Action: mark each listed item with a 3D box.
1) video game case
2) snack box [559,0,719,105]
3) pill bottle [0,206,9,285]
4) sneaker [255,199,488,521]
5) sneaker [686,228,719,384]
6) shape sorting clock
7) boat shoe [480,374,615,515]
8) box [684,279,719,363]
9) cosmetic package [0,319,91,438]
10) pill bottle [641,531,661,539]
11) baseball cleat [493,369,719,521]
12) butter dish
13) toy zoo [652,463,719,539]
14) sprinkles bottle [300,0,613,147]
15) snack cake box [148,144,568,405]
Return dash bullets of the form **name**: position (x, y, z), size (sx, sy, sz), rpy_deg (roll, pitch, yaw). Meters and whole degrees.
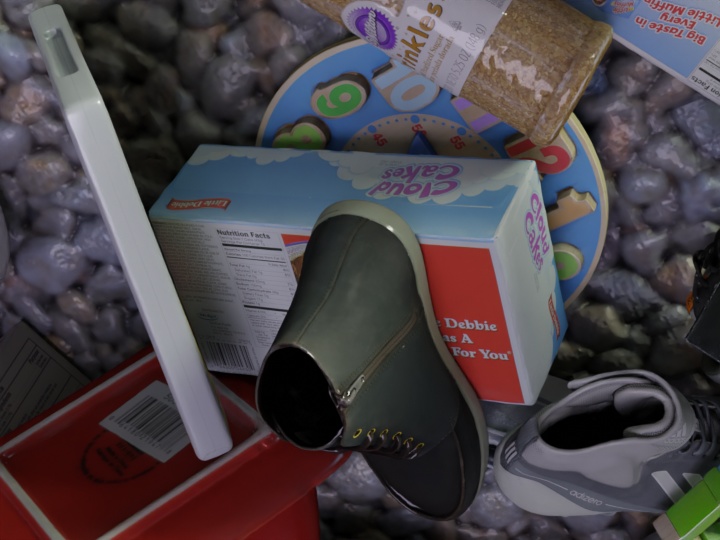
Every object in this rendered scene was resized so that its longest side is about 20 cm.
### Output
- **video game case**: position (-0.123, -0.025, 0.838), size (0.023, 0.182, 0.201), rpy_deg (-21, 117, -7)
- **snack box**: position (0.150, -0.139, 0.772), size (0.199, 0.024, 0.072), rpy_deg (31, 128, -6)
- **pill bottle**: position (-0.317, 0.003, 0.948), size (0.199, 0.114, 0.114), rpy_deg (-23, 115, 28)
- **sneaker**: position (0.001, 0.075, 0.782), size (0.074, 0.106, 0.201), rpy_deg (0, 130, 28)
- **sneaker**: position (0.203, -0.002, 0.810), size (0.079, 0.074, 0.201), rpy_deg (7, 136, 22)
- **shape sorting clock**: position (0.036, -0.039, 0.865), size (0.198, 0.039, 0.201), rpy_deg (8, 125, 11)
- **boat shoe**: position (0.064, 0.088, 0.910), size (0.199, 0.072, 0.070), rpy_deg (18, 161, 2)
- **box**: position (0.234, -0.036, 0.680), size (0.047, 0.200, 0.194), rpy_deg (36, 104, 28)
- **cosmetic package**: position (-0.180, 0.141, 1.010), size (0.200, 0.104, 0.073), rpy_deg (43, 125, -13)
- **pill bottle**: position (0.202, 0.263, 0.977), size (0.111, 0.112, 0.201), rpy_deg (10, 126, 9)
- **baseball cleat**: position (0.173, 0.093, 0.845), size (0.199, 0.070, 0.107), rpy_deg (-6, 154, -20)
- **butter dish**: position (-0.109, 0.151, 0.901), size (0.200, 0.199, 0.149), rpy_deg (30, 147, 52)
- **toy zoo**: position (0.263, 0.092, 0.839), size (0.131, 0.021, 0.200), rpy_deg (27, 115, -42)
- **sprinkles bottle**: position (0.022, -0.137, 0.769), size (0.199, 0.068, 0.068), rpy_deg (31, 127, 3)
- **snack cake box**: position (0.000, 0.000, 0.841), size (0.199, 0.067, 0.116), rpy_deg (5, 131, 25)
